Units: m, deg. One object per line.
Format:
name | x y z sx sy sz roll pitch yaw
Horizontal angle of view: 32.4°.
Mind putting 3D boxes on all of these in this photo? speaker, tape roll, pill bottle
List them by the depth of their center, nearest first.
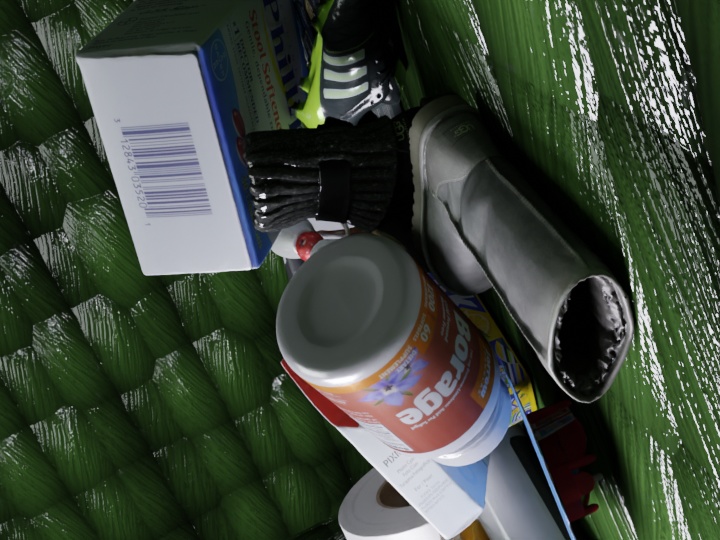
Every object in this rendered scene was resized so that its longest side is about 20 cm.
pill bottle | 0.034 0.067 0.899 0.200 0.112 0.113 44 -168 -48
speaker | 0.159 0.241 1.130 0.082 0.080 0.201 72 171 -55
tape roll | 0.092 0.286 1.348 0.140 0.201 0.203 66 174 -15

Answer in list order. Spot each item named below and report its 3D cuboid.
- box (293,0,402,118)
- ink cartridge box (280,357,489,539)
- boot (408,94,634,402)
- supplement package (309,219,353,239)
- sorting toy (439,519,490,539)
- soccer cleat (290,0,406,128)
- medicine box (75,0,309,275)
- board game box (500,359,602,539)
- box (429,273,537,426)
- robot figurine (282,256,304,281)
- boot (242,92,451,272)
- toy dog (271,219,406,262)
box | -0.021 -0.194 1.076 0.159 0.046 0.201 58 171 50
ink cartridge box | 0.028 0.117 1.059 0.200 0.047 0.160 47 -166 -3
boot | 0.100 0.004 0.770 0.200 0.072 0.183 51 169 41
supplement package | -0.002 -0.034 1.264 0.202 0.113 0.110 65 175 -13
sorting toy | 0.155 0.308 1.144 0.184 0.037 0.201 29 -156 -23
soccer cleat | 0.001 -0.169 0.930 0.201 0.080 0.068 109 177 -59
medicine box | -0.115 -0.126 0.973 0.201 0.102 0.184 -64 -33 -54
board game box | 0.158 0.148 0.936 0.200 0.039 0.160 -86 -26 -80
box | 0.078 0.051 1.102 0.201 0.069 0.065 60 173 38
robot figurine | -0.031 -0.011 1.545 0.125 0.149 0.202 173 80 -71
boot | -0.002 -0.049 0.916 0.212 0.156 0.080 77 178 -60
toy dog | 0.000 0.000 1.082 0.096 0.132 0.201 26 -155 -38
